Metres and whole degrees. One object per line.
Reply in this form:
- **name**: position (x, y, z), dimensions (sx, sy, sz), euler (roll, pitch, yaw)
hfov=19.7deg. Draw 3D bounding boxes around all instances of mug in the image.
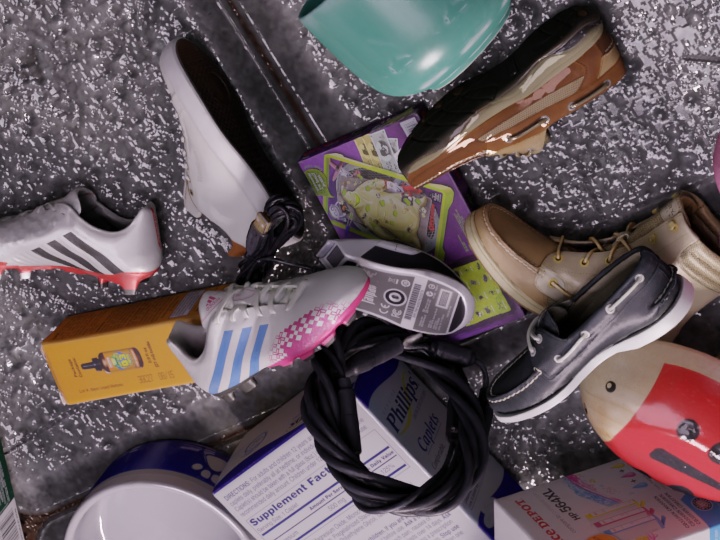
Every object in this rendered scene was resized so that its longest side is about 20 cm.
- **mug**: position (0.055, -0.216, 1.559), dimensions (0.114, 0.152, 0.185), euler (43, 120, -12)

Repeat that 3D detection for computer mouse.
- **computer mouse**: position (0.000, 0.000, 1.716), dimensions (0.199, 0.044, 0.110), euler (17, 135, -1)

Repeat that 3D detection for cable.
- **cable**: position (0.029, 0.116, 1.684), dimensions (0.162, 0.201, 0.051), euler (29, 134, -8)

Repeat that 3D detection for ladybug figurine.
- **ladybug figurine**: position (0.264, 0.128, 1.665), dimensions (0.199, 0.072, 0.136), euler (25, 143, -6)

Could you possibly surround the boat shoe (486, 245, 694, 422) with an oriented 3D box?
- **boat shoe**: position (0.168, 0.048, 1.633), dimensions (0.200, 0.076, 0.060), euler (-38, 114, 24)

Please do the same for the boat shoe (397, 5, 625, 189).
- **boat shoe**: position (0.121, -0.122, 1.627), dimensions (0.199, 0.076, 0.074), euler (-35, 113, 20)

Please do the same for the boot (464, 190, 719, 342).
- **boot**: position (0.198, -0.018, 1.663), dimensions (0.200, 0.073, 0.155), euler (39, 125, -10)

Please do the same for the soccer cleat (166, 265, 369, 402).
- **soccer cleat**: position (-0.081, 0.039, 1.697), dimensions (0.086, 0.070, 0.200), euler (45, 127, -16)

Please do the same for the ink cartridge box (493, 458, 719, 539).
- **ink cartridge box**: position (0.204, 0.250, 1.719), dimensions (0.199, 0.129, 0.126), euler (-15, 119, -22)

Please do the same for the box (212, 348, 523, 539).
- **box**: position (0.008, 0.194, 1.817), dimensions (0.184, 0.105, 0.200), euler (-37, 103, 29)

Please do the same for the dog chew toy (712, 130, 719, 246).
- **dog chew toy**: position (0.328, -0.035, 1.581), dimensions (0.124, 0.125, 0.202), euler (5, 111, 14)

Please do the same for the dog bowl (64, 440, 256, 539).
- **dog bowl**: position (-0.169, 0.260, 1.921), dimensions (0.198, 0.079, 0.201), euler (7, 119, 14)

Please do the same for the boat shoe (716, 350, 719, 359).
- **boat shoe**: position (0.341, 0.071, 1.675), dimensions (0.071, 0.065, 0.200), euler (35, 121, -3)

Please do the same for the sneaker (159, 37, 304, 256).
- **sneaker**: position (-0.129, -0.094, 1.724), dimensions (0.084, 0.073, 0.201), euler (-20, 111, 22)

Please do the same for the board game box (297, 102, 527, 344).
- **board game box**: position (0.046, -0.031, 1.733), dimensions (0.119, 0.032, 0.201), euler (-21, 109, 22)

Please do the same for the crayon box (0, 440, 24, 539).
- **crayon box**: position (-0.424, 0.193, 1.974), dimensions (0.171, 0.058, 0.201), euler (1, 117, 18)

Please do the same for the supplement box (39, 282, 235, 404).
- **supplement box**: position (-0.178, 0.063, 1.827), dimensions (0.199, 0.069, 0.067), euler (-11, 113, 20)

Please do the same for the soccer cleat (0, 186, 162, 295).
- **soccer cleat**: position (-0.268, -0.035, 1.806), dimensions (0.198, 0.069, 0.086), euler (8, 110, 9)
